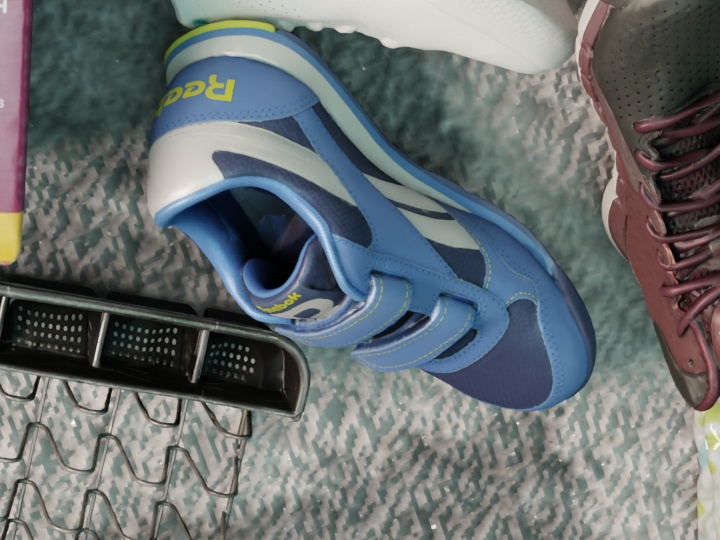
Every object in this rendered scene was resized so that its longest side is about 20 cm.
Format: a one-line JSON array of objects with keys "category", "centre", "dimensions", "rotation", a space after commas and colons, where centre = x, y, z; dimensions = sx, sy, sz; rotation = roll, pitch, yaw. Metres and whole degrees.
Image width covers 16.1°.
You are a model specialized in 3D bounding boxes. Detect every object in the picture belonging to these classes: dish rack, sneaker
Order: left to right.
[{"category": "dish rack", "centre": [-0.114, 0.098, 0.952], "dimensions": [0.153, 0.055, 0.201], "rotation": [10, 106, -12]}, {"category": "sneaker", "centre": [-0.021, -0.108, 0.900], "dimensions": [0.200, 0.075, 0.089], "rotation": [26, 115, -11]}, {"category": "sneaker", "centre": [0.000, 0.000, 0.911], "dimensions": [0.200, 0.082, 0.074], "rotation": [37, 134, -21]}, {"category": "sneaker", "centre": [0.127, -0.020, 0.876], "dimensions": [0.075, 0.116, 0.200], "rotation": [-16, 150, 1]}]

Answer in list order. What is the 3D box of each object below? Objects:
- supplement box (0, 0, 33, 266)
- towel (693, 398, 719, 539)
[{"category": "supplement box", "centre": [-0.160, -0.115, 0.833], "dimensions": [0.103, 0.131, 0.201], "rotation": [1, 109, -12]}, {"category": "towel", "centre": [0.222, 0.134, 1.027], "dimensions": [0.171, 0.048, 0.201], "rotation": [-7, 109, -8]}]
